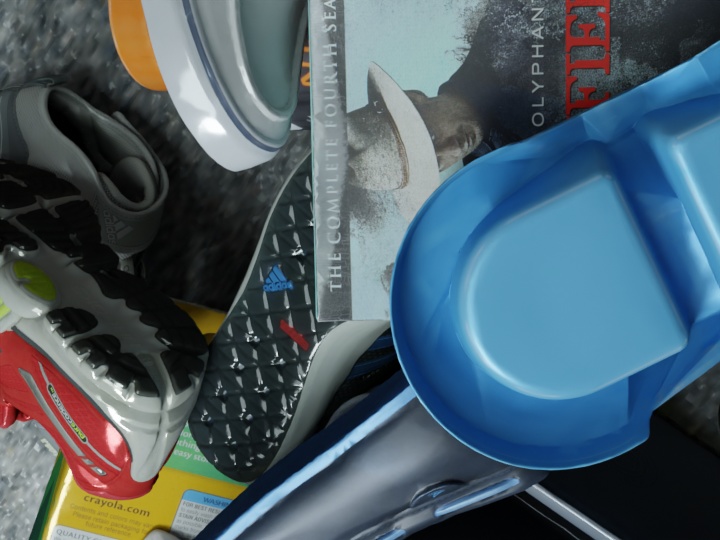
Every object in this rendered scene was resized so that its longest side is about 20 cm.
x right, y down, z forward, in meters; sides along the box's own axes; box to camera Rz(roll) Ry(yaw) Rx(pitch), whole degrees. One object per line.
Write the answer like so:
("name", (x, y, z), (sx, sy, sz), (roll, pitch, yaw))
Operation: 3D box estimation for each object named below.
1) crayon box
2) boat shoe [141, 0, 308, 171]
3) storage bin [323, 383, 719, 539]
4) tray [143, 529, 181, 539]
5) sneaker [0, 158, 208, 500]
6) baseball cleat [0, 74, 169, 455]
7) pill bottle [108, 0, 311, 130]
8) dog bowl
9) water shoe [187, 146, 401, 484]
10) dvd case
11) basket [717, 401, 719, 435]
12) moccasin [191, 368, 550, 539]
("crayon box", (-0.073, 0.096, 0.997), (0.126, 0.052, 0.200), (16, 116, -13))
("boat shoe", (-0.038, -0.137, 0.798), (0.065, 0.074, 0.200), (-14, 76, 28))
("storage bin", (0.081, 0.122, 0.918), (0.200, 0.134, 0.146), (35, 123, 11))
("tray", (-0.036, 0.210, 0.988), (0.200, 0.022, 0.107), (32, 96, -9))
("sneaker", (-0.140, 0.022, 0.919), (0.200, 0.077, 0.085), (46, 129, 40))
("baseball cleat", (-0.120, 0.010, 1.005), (0.106, 0.070, 0.200), (-12, 106, 44))
("pill bottle", (0.001, -0.108, 0.875), (0.200, 0.106, 0.106), (1, 112, 27))
("dog bowl", (0.103, -0.013, 0.748), (0.200, 0.050, 0.112), (-26, 101, 2))
("water shoe", (0.000, 0.000, 0.875), (0.072, 0.079, 0.200), (48, 123, 15))
("dvd case", (0.082, -0.054, 0.781), (0.200, 0.022, 0.146), (0, 104, 2))
("basket", (0.262, 0.046, 0.793), (0.180, 0.136, 0.200), (32, 123, -29))
("moccasin", (-0.014, 0.105, 0.832), (0.068, 0.080, 0.200), (49, 125, -5))
